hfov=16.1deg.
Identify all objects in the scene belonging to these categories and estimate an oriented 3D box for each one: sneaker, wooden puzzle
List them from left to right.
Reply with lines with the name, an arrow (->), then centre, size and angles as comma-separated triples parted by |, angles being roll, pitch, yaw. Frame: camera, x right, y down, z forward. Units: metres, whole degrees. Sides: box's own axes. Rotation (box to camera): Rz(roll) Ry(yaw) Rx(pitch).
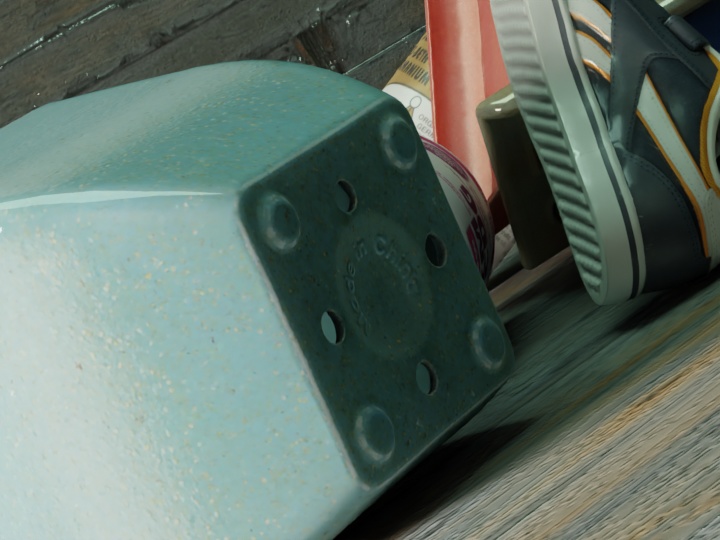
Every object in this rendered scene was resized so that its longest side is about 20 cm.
sneaker -> 0.109, -0.079, 1.072 | 0.079, 0.200, 0.078 | -13, -28, -7
wooden puzzle -> 0.151, -0.076, 1.213 | 0.185, 0.046, 0.200 | -33, -22, -4

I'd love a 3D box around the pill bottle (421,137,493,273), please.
pill bottle -> 0.000, 0.000, 1.175 | 0.113, 0.113, 0.200 | -30, 5, 11

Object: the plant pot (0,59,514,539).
plant pot -> -0.064, 0.028, 0.953 | 0.200, 0.197, 0.196 | -17, 11, 39

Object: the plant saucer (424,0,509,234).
plant saucer -> 0.087, -0.133, 1.302 | 0.037, 0.200, 0.200 | 8, -33, -18

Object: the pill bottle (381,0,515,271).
pill bottle -> 0.077, -0.094, 1.448 | 0.200, 0.114, 0.114 | -52, 4, 1
